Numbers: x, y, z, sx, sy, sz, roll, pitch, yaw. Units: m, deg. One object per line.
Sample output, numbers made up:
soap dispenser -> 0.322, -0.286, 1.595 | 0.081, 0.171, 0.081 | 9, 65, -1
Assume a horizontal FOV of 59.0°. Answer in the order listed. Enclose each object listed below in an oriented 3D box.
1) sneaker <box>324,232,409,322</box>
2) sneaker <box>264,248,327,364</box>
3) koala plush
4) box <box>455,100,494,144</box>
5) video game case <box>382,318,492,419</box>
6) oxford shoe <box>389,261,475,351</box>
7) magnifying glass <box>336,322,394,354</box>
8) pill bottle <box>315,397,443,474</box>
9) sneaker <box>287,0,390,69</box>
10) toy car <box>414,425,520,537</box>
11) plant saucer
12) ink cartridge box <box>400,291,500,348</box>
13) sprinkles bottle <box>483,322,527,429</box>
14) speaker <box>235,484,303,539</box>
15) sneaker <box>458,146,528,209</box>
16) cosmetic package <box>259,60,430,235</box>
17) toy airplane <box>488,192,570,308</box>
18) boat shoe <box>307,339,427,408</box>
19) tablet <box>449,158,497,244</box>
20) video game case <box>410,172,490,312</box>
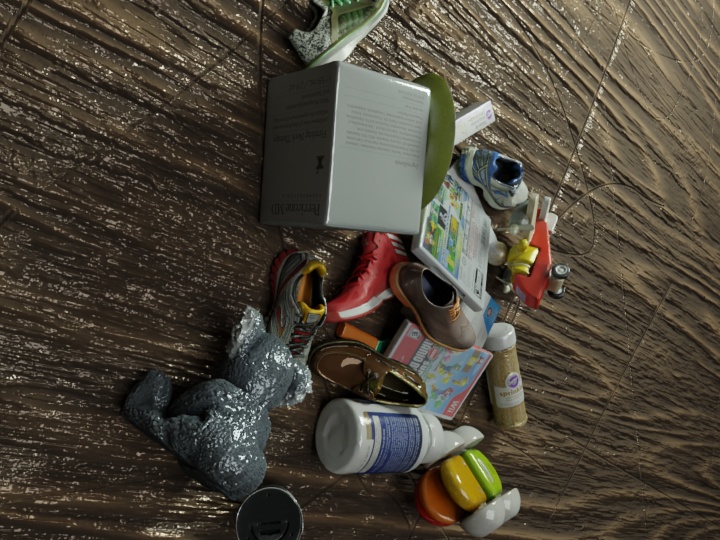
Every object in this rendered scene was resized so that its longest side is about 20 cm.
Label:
sneaker -> 0.000, 0.000, 0.984 | 0.199, 0.078, 0.117 | -27, 104, -47
sneaker -> -0.094, 0.072, 0.898 | 0.077, 0.082, 0.202 | 3, 95, -40
koala plush -> -0.153, 0.162, 0.802 | 0.200, 0.183, 0.178 | -52, 124, -27
box -> 0.154, -0.237, 1.090 | 0.199, 0.041, 0.039 | -35, 117, -32
video game case -> 0.116, 0.172, 1.075 | 0.199, 0.017, 0.144 | 22, 104, -32
oxford shoe -> 0.127, 0.064, 0.993 | 0.200, 0.073, 0.072 | 43, 65, -28
magnifying glass -> 0.037, 0.130, 1.052 | 0.199, 0.022, 0.080 | 30, 77, -37
pill bottle -> 0.036, 0.263, 1.009 | 0.199, 0.111, 0.112 | 14, 87, -39
sneaker -> -0.030, -0.363, 0.907 | 0.089, 0.077, 0.201 | 46, 65, -24
toy car -> 0.171, 0.382, 1.117 | 0.150, 0.176, 0.199 | -42, 155, 20
plant saucer -> 0.074, -0.189, 0.936 | 0.031, 0.200, 0.202 | 3, 94, -23
ink cartridge box -> 0.148, 0.057, 1.103 | 0.200, 0.068, 0.117 | 42, 70, -35
sprinkles bottle -> 0.276, 0.204, 1.227 | 0.068, 0.068, 0.202 | -25, 111, -34
speaker -> -0.117, 0.324, 0.830 | 0.080, 0.200, 0.082 | 2, 72, -6
sneaker -> 0.261, -0.161, 1.152 | 0.199, 0.085, 0.078 | 19, 80, -46
cosmetic package -> -0.023, -0.156, 0.872 | 0.165, 0.167, 0.202 | 2, 93, -40
toy airplane -> 0.300, -0.044, 1.173 | 0.199, 0.140, 0.202 | -48, 137, -78
boat shoe -> 0.017, 0.161, 0.977 | 0.198, 0.068, 0.073 | 17, 104, -21
tablet -> 0.183, -0.084, 1.151 | 0.130, 0.014, 0.201 | -45, 122, -27
video game case -> 0.156, -0.061, 1.059 | 0.182, 0.022, 0.201 | 41, 46, -33
